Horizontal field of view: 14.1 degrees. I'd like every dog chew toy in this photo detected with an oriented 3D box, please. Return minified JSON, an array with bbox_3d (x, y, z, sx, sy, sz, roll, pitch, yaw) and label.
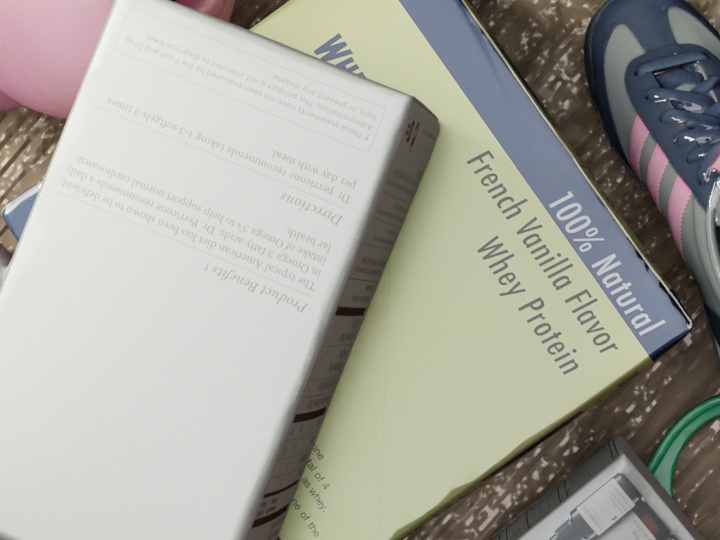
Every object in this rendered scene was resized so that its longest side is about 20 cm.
[{"bbox_3d":[-0.147,-0.120,1.204,0.199,0.124,0.125,-3,89,39],"label":"dog chew toy"}]

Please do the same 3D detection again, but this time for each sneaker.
[{"bbox_3d":[0.150,-0.043,1.182,0.070,0.082,0.201,-22,68,-9],"label":"sneaker"}]

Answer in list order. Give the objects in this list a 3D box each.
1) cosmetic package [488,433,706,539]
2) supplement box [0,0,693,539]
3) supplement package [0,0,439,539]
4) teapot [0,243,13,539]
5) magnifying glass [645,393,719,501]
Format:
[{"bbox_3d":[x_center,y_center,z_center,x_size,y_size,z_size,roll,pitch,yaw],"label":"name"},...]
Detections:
[{"bbox_3d":[0.139,0.173,1.204,0.082,0.051,0.200,-40,94,7],"label":"cosmetic package"},{"bbox_3d":[0.000,0.000,1.191,0.199,0.134,0.200,-36,86,5],"label":"supplement box"},{"bbox_3d":[-0.062,0.013,1.071,0.116,0.117,0.201,22,91,6],"label":"supplement package"},{"bbox_3d":[-0.189,0.036,1.179,0.146,0.200,0.198,-34,72,13],"label":"teapot"},{"bbox_3d":[0.116,0.121,1.237,0.200,0.022,0.080,-33,87,3],"label":"magnifying glass"}]
